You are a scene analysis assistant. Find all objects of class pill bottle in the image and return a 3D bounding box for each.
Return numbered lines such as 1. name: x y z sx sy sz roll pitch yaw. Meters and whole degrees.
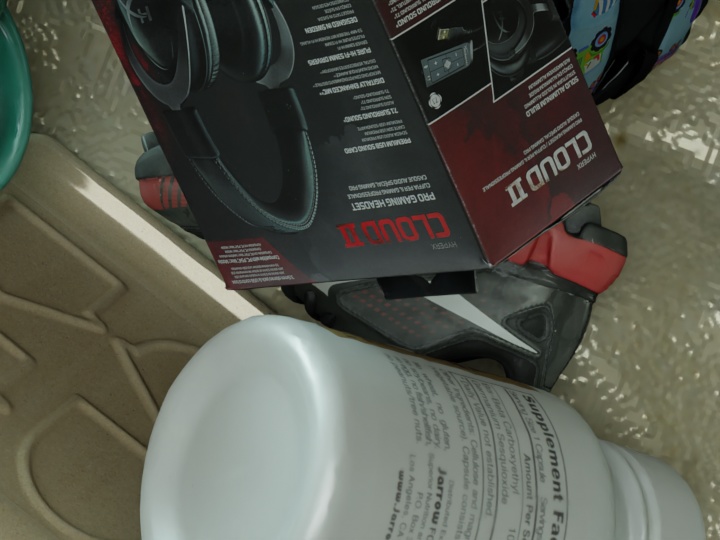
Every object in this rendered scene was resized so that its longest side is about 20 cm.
1. pill bottle: 0.029 0.092 0.882 0.200 0.114 0.114 17 92 -38

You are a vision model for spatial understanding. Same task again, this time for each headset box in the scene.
1. headset box: -0.011 -0.082 0.820 0.077 0.149 0.200 -34 109 -35

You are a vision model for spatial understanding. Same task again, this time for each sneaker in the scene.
1. sneaker: 0.000 0.000 0.950 0.200 0.071 0.098 15 89 5

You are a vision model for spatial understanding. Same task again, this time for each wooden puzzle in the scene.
1. wooden puzzle: -0.120 0.050 0.926 0.185 0.200 0.046 37 128 6

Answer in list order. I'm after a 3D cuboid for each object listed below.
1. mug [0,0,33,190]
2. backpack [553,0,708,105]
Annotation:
1. mug: -0.200 -0.117 0.889 0.152 0.185 0.114 28 76 20
2. backpack: 0.065 -0.156 0.896 0.134 0.200 0.183 32 51 30
